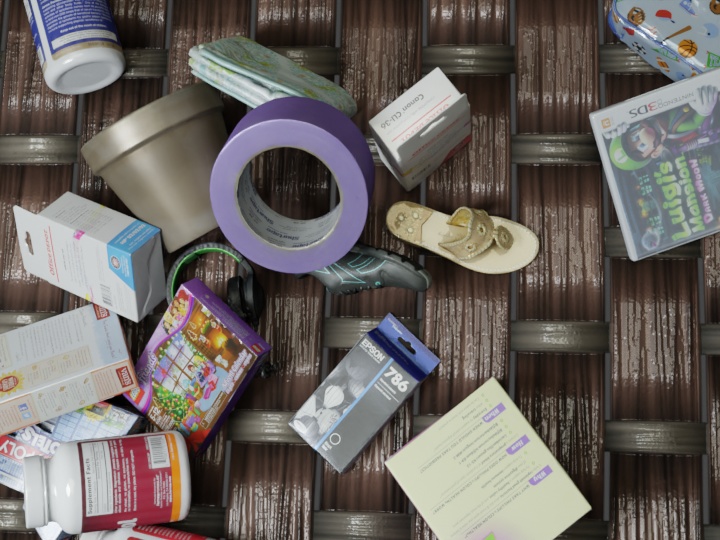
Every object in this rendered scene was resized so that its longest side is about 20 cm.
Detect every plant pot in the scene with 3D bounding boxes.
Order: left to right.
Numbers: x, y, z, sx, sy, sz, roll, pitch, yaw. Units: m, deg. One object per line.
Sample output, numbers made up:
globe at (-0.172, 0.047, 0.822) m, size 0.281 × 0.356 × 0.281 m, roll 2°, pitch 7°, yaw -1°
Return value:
plant pot at (-0.242, -0.128, 1.482) m, size 0.198 × 0.200 × 0.176 m, roll -28°, pitch 96°, yaw 1°

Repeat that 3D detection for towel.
towel at (-0.112, -0.250, 1.483) m, size 0.198 × 0.171 × 0.049 m, roll 29°, pitch 112°, yaw 10°

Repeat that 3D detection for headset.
headset at (-0.177, 0.056, 1.475) m, size 0.123 × 0.094 × 0.201 m, roll -35°, pitch 86°, yaw -1°

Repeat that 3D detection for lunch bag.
lunch bag at (0.443, -0.340, 1.486) m, size 0.199 × 0.076 × 0.161 m, roll 39°, pitch 84°, yaw 12°

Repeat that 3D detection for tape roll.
tape roll at (-0.082, -0.106, 1.386) m, size 0.196 × 0.085 × 0.203 m, roll 3°, pitch 118°, yaw 6°

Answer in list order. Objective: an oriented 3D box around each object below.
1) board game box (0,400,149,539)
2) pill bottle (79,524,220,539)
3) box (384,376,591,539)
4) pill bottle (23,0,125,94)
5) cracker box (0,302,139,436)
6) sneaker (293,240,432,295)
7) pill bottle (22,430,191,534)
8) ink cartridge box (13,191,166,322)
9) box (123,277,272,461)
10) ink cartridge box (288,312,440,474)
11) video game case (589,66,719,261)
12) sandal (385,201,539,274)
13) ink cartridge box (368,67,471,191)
board game box at (-0.410, 0.253, 1.484) m, size 0.197 × 0.062 × 0.203 m, roll 19°, pitch 82°, yaw 9°
pill bottle at (-0.258, 0.383, 1.419) m, size 0.196 × 0.112 × 0.114 m, roll 11°, pitch 82°, yaw 8°
box at (0.158, 0.269, 1.401) m, size 0.175 × 0.097 × 0.201 m, roll -37°, pitch 78°, yaw -1°
pill bottle at (-0.406, -0.360, 1.561) m, size 0.114 × 0.116 × 0.203 m, roll -18°, pitch 79°, yaw 3°
cracker box at (-0.398, 0.124, 1.452) m, size 0.197 × 0.058 × 0.135 m, roll -19°, pitch 39°, yaw -10°
sneaker at (0.000, 0.000, 1.485) m, size 0.197 × 0.075 × 0.081 m, roll 19°, pitch 92°, yaw 18°
pill bottle at (-0.317, 0.265, 1.393) m, size 0.196 × 0.113 × 0.115 m, roll -3°, pitch 79°, yaw -19°
ink cartridge box at (-0.358, -0.026, 1.482) m, size 0.197 × 0.117 × 0.068 m, roll 21°, pitch 42°, yaw 21°
box at (-0.215, 0.129, 1.445) m, size 0.136 × 0.039 × 0.201 m, roll 41°, pitch 119°, yaw 13°
ink cartridge box at (0.006, 0.159, 1.466) m, size 0.099 × 0.039 × 0.201 m, roll 40°, pitch 86°, yaw 12°
video game case at (0.408, -0.136, 1.443) m, size 0.179 × 0.023 × 0.203 m, roll -19°, pitch 102°, yaw 3°
sandal at (0.132, -0.049, 1.471) m, size 0.208 × 0.070 × 0.079 m, roll 14°, pitch 82°, yaw 8°
ink cartridge box at (0.078, -0.183, 1.434) m, size 0.116 × 0.200 × 0.068 m, roll -39°, pitch 79°, yaw -2°
